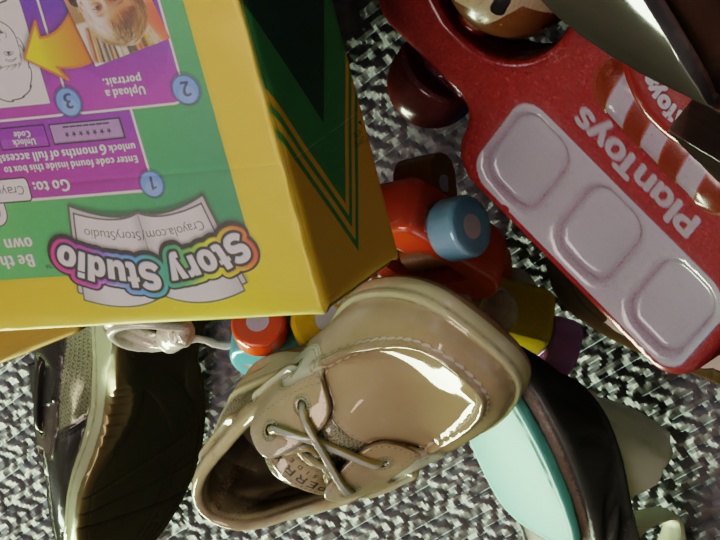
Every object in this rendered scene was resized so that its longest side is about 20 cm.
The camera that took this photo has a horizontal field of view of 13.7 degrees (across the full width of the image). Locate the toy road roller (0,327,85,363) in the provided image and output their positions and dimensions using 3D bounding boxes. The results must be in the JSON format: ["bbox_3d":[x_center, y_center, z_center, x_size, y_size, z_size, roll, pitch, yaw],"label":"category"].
[{"bbox_3d":[-0.104,-0.054,1.159,0.200,0.146,0.123,-22,100,35],"label":"toy road roller"}]

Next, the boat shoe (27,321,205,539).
[{"bbox_3d":[-0.111,0.046,1.307,0.066,0.072,0.201,37,136,30],"label":"boat shoe"}]

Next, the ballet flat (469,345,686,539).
[{"bbox_3d":[0.089,0.096,1.162,0.068,0.068,0.200,27,141,49],"label":"ballet flat"}]

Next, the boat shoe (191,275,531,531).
[{"bbox_3d":[-0.005,0.057,1.104,0.072,0.065,0.200,43,152,-12],"label":"boat shoe"}]

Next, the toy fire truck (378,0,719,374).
[{"bbox_3d":[0.082,-0.080,1.003,0.200,0.112,0.168,44,128,10],"label":"toy fire truck"}]

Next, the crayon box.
[{"bbox_3d":[-0.103,-0.068,1.025,0.200,0.058,0.173,-3,112,31],"label":"crayon box"}]

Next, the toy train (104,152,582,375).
[{"bbox_3d":[0.000,0.000,1.149,0.150,0.056,0.200,26,153,-36],"label":"toy train"}]

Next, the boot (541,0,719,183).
[{"bbox_3d":[0.143,-0.128,0.841,0.064,0.200,0.186,37,177,36],"label":"boot"}]

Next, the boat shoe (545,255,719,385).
[{"bbox_3d":[0.163,0.027,1.070,0.201,0.063,0.073,28,116,15],"label":"boat shoe"}]
